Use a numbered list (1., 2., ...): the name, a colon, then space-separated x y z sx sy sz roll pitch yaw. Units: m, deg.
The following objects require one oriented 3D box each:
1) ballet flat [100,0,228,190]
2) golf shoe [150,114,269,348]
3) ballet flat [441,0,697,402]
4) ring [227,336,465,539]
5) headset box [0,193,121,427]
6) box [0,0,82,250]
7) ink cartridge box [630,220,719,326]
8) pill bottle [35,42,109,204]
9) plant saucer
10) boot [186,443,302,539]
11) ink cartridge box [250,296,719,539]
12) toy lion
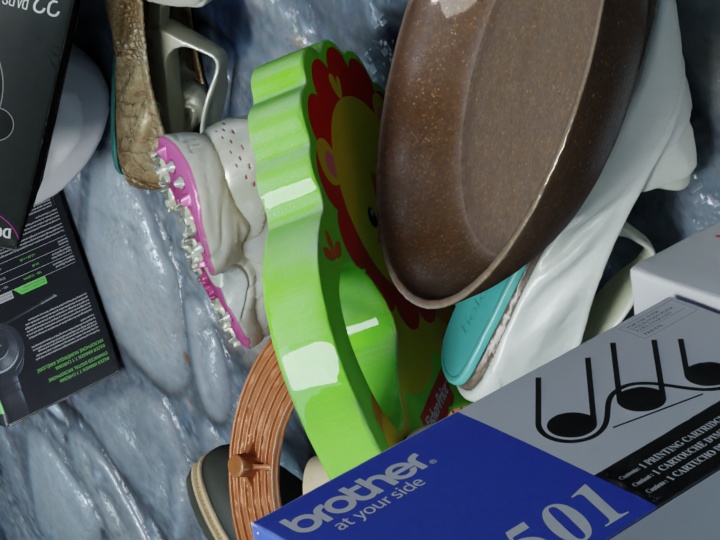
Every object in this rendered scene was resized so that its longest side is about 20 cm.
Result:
1. ballet flat: -0.100 -0.132 1.006 0.065 0.071 0.201 10 127 20
2. golf shoe: -0.047 -0.020 0.985 0.076 0.091 0.200 60 171 19
3. ballet flat: 0.095 -0.030 0.767 0.069 0.069 0.201 40 120 33
4. ring: 0.000 0.111 0.980 0.199 0.019 0.203 2 93 43
5. headset box: -0.262 0.003 1.288 0.174 0.092 0.202 2 114 55
6. box: -0.251 -0.119 0.986 0.124 0.198 0.150 -99 24 -69
7. ink cartridge box: 0.168 0.053 0.724 0.115 0.066 0.202 19 126 48
8. pill bottle: -0.250 -0.132 1.160 0.200 0.110 0.112 41 141 32
9. plant saucer: 0.061 -0.080 0.744 0.200 0.036 0.202 -166 90 -71
10. boot: -0.001 0.134 1.034 0.200 0.077 0.139 40 135 18
11. ink cartridge box: 0.071 0.074 0.627 0.094 0.199 0.045 22 128 46
12. toy lion: 0.000 0.000 0.836 0.068 0.200 0.193 -19 107 19
